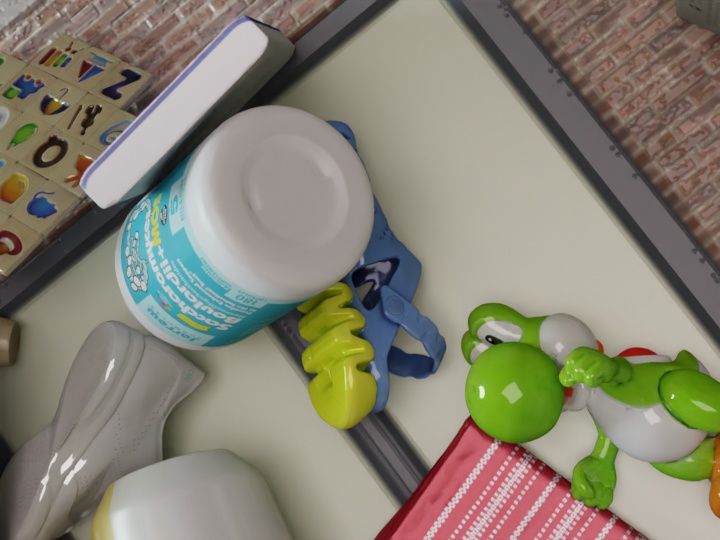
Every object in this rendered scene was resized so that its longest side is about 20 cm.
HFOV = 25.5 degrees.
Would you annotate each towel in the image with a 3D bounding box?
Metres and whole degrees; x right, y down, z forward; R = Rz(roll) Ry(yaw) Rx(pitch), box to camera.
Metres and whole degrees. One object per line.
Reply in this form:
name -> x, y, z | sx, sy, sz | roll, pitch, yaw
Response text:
towel -> 0.107, 0.203, 1.004 | 0.200, 0.022, 0.145 | 36, 92, 9

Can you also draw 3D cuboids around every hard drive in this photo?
hard drive -> -0.099, -0.098, 0.967 | 0.132, 0.200, 0.025 | -45, 93, 6

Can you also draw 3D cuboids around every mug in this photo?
mug -> -0.116, 0.201, 0.984 | 0.186, 0.149, 0.154 | -14, 76, -14

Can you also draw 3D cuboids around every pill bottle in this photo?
pill bottle -> -0.081, -0.016, 0.962 | 0.110, 0.200, 0.111 | 9, 70, -25

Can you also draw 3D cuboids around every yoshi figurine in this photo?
yoshi figurine -> 0.145, 0.087, 0.957 | 0.199, 0.112, 0.113 | 22, 91, 13

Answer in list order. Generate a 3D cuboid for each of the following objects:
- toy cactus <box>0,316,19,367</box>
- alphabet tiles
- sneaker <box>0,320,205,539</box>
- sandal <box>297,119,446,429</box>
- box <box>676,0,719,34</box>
toy cactus -> -0.315, 0.037, 1.066 | 0.164, 0.102, 0.201 | 5, 80, 1
alphabet tiles -> -0.230, -0.073, 1.027 | 0.166, 0.006, 0.200 | 26, 65, 37
sneaker -> -0.173, 0.131, 1.043 | 0.088, 0.075, 0.200 | 24, 111, -32
sandal -> 0.000, 0.000, 1.017 | 0.087, 0.079, 0.201 | -4, 77, -26
box -> 0.308, -0.189, 0.941 | 0.199, 0.106, 0.153 | 27, 92, 11
